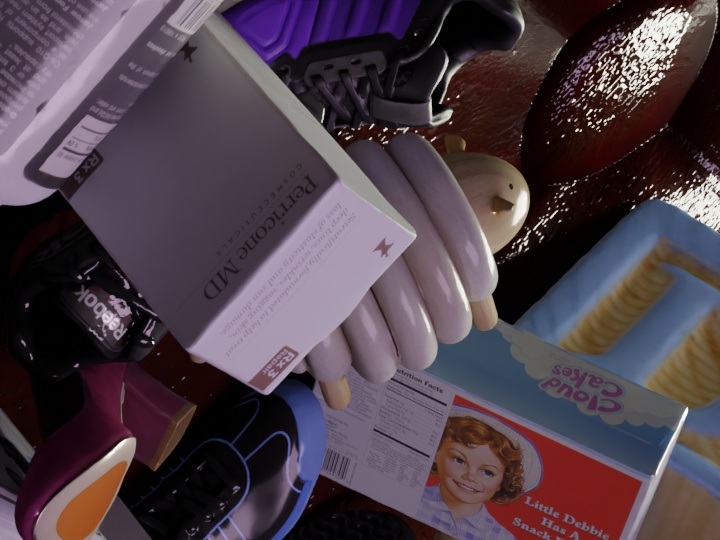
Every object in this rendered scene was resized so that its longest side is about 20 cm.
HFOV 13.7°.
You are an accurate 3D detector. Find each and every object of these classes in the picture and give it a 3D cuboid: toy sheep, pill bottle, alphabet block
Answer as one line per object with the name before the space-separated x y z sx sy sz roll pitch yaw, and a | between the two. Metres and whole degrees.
toy sheep | 0.000 0.000 1.557 0.199 0.138 0.138 -32 149 -9
pill bottle | -0.144 -0.101 1.254 0.200 0.116 0.116 -48 151 8
alphabet block | 0.184 0.115 1.823 0.195 0.196 0.201 -40 156 -40

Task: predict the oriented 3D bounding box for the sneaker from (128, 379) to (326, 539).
sneaker | -0.095 0.145 1.683 0.078 0.070 0.201 -2 131 -57

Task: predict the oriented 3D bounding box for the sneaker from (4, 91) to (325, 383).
sneaker | -0.094 -0.011 1.395 0.200 0.071 0.098 -33 -159 28

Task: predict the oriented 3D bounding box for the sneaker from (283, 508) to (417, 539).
sneaker | -0.049 0.224 1.864 0.200 0.070 0.093 -41 169 -8

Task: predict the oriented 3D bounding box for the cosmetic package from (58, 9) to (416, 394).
cosmetic package | -0.076 -0.052 1.309 0.102 0.200 0.074 -48 144 7

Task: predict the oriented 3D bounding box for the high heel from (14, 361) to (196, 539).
high heel | -0.148 0.072 1.422 0.068 0.096 0.200 -62 173 23

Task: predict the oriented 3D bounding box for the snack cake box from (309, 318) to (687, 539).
snack cake box | 0.071 0.092 1.683 0.067 0.199 0.115 -55 167 -47

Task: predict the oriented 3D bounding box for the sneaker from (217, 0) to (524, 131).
sneaker | -0.007 -0.101 1.436 0.199 0.100 0.070 -29 148 -17

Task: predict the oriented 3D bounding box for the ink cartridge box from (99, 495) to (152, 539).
ink cartridge box | -0.167 0.235 1.632 0.082 0.147 0.201 -10 137 -43

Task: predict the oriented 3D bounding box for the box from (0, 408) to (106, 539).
box | -0.213 0.090 1.418 0.060 0.117 0.200 -45 150 3
